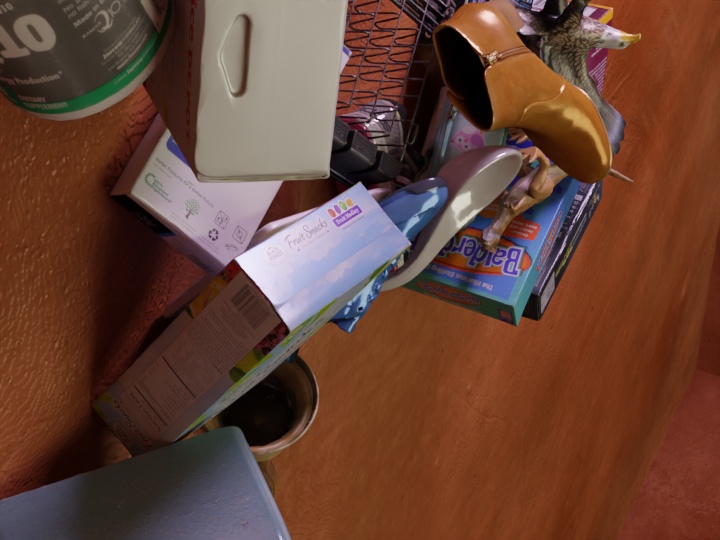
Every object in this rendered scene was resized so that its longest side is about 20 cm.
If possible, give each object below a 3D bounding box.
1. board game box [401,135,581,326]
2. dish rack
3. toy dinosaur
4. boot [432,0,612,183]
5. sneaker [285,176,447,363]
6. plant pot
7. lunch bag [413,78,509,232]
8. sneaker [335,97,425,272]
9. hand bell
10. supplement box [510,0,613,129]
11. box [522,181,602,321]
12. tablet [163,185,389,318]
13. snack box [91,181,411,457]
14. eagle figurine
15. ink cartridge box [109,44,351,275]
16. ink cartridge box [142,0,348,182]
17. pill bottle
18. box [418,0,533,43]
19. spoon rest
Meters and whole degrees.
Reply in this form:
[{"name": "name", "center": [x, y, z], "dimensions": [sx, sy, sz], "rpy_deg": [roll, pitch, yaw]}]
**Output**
[{"name": "board game box", "center": [0.137, -0.055, 1.325], "dimensions": [0.202, 0.150, 0.045], "rpy_deg": [-63, 157, -23]}, {"name": "dish rack", "center": [0.001, -0.183, 1.015], "dimensions": [0.153, 0.054, 0.203], "rpy_deg": [31, 71, -45]}, {"name": "toy dinosaur", "center": [0.187, -0.095, 1.273], "dimensions": [0.199, 0.060, 0.107], "rpy_deg": [-33, 130, -17]}, {"name": "boot", "center": [0.137, -0.139, 1.064], "dimensions": [0.202, 0.070, 0.144], "rpy_deg": [55, 35, -7]}, {"name": "sneaker", "center": [0.000, 0.000, 1.018], "dimensions": [0.199, 0.079, 0.066], "rpy_deg": [-35, 172, -1]}, {"name": "plant pot", "center": [-0.126, 0.262, 0.813], "dimensions": [0.193, 0.200, 0.199], "rpy_deg": [-15, 126, -24]}, {"name": "lunch bag", "center": [0.102, -0.127, 1.221], "dimensions": [0.200, 0.076, 0.162], "rpy_deg": [99, 10, -77]}, {"name": "sneaker", "center": [0.023, -0.077, 1.156], "dimensions": [0.087, 0.073, 0.202], "rpy_deg": [-45, 140, -36]}, {"name": "hand bell", "center": [-0.089, 0.159, 1.083], "dimensions": [0.105, 0.103, 0.201], "rpy_deg": [-57, 164, -31]}, {"name": "supplement box", "center": [0.226, -0.216, 1.465], "dimensions": [0.086, 0.109, 0.202], "rpy_deg": [-41, 141, -49]}, {"name": "box", "center": [0.168, -0.051, 1.389], "dimensions": [0.201, 0.156, 0.051], "rpy_deg": [-58, 153, -32]}, {"name": "tablet", "center": [-0.062, -0.016, 0.985], "dimensions": [0.130, 0.014, 0.199], "rpy_deg": [-37, 174, 29]}, {"name": "snack box", "center": [-0.079, 0.040, 0.889], "dimensions": [0.200, 0.068, 0.168], "rpy_deg": [-44, 175, 36]}, {"name": "eagle figurine", "center": [0.217, -0.226, 1.277], "dimensions": [0.152, 0.150, 0.202], "rpy_deg": [-45, 149, -36]}, {"name": "ink cartridge box", "center": [-0.089, -0.107, 0.880], "dimensions": [0.099, 0.039, 0.202], "rpy_deg": [40, 67, -29]}, {"name": "ink cartridge box", "center": [-0.077, -0.155, 0.728], "dimensions": [0.082, 0.200, 0.147], "rpy_deg": [-3, 117, -19]}, {"name": "pill bottle", "center": [-0.177, -0.174, 0.602], "dimensions": [0.114, 0.112, 0.200], "rpy_deg": [-64, 155, -19]}, {"name": "box", "center": [0.133, -0.302, 1.283], "dimensions": [0.199, 0.045, 0.161], "rpy_deg": [-7, 112, -64]}, {"name": "spoon rest", "center": [0.063, -0.042, 1.084], "dimensions": [0.199, 0.061, 0.099], "rpy_deg": [-34, 164, 3]}]
